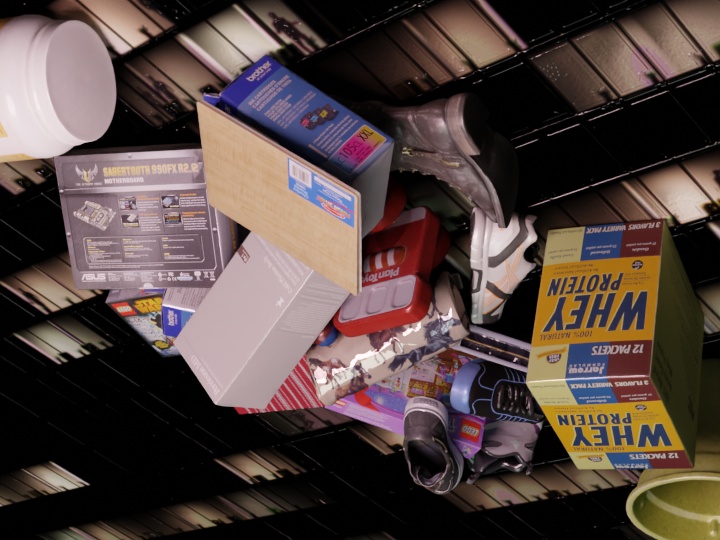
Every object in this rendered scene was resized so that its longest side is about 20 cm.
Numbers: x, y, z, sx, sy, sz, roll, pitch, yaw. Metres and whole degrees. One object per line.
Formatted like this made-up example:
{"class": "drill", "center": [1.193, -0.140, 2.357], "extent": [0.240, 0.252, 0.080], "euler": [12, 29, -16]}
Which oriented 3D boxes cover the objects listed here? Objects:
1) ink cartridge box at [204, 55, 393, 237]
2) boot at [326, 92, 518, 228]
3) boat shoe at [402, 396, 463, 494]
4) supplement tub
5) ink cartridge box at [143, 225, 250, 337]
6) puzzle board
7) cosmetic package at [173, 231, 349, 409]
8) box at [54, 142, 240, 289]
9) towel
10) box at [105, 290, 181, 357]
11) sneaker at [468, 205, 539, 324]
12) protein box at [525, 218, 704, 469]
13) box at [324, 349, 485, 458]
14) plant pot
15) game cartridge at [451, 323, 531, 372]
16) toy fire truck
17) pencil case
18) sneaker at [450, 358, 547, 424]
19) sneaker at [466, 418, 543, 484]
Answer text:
{"class": "ink cartridge box", "center": [-0.070, -0.122, 1.413], "extent": [0.200, 0.076, 0.137], "euler": [37, 150, 18]}
{"class": "boot", "center": [0.062, -0.118, 1.451], "extent": [0.174, 0.069, 0.200], "euler": [-1, 140, 30]}
{"class": "boat shoe", "center": [0.085, 0.230, 1.692], "extent": [0.070, 0.066, 0.200], "euler": [6, 145, 11]}
{"class": "supplement tub", "center": [-0.366, -0.183, 1.425], "extent": [0.199, 0.145, 0.145], "euler": [-3, 143, 24]}
{"class": "ink cartridge box", "center": [-0.153, 0.018, 1.650], "extent": [0.199, 0.137, 0.076], "euler": [14, 145, 1]}
{"class": "puzzle board", "center": [-0.077, -0.073, 1.374], "extent": [0.200, 0.017, 0.151], "euler": [31, 147, 22]}
{"class": "cosmetic package", "center": [-0.103, 0.043, 1.507], "extent": [0.090, 0.107, 0.200], "euler": [16, 116, -51]}
{"class": "box", "center": [-0.238, -0.060, 1.568], "extent": [0.199, 0.048, 0.159], "euler": [-2, 103, 21]}
{"class": "towel", "center": [-0.118, 0.147, 1.932], "extent": [0.199, 0.023, 0.145], "euler": [-7, 139, 26]}
{"class": "box", "center": [-0.211, 0.053, 1.811], "extent": [0.199, 0.040, 0.137], "euler": [-9, 140, 30]}
{"class": "sneaker", "center": [0.161, 0.002, 1.574], "extent": [0.080, 0.074, 0.200], "euler": [0, 149, 4]}
{"class": "protein box", "center": [0.286, 0.086, 1.534], "extent": [0.134, 0.201, 0.199], "euler": [-5, 142, 26]}
{"class": "box", "center": [0.065, 0.139, 1.750], "extent": [0.199, 0.137, 0.039], "euler": [21, 146, -10]}
{"class": "plant pot", "center": [0.431, 0.216, 1.689], "extent": [0.200, 0.185, 0.201], "euler": [9, 147, 6]}
{"class": "game cartridge", "center": [0.160, 0.092, 1.682], "extent": [0.199, 0.041, 0.133], "euler": [18, -178, -13]}
{"class": "toy fire truck", "center": [0.000, 0.000, 1.540], "extent": [0.200, 0.168, 0.112], "euler": [-15, 137, 36]}
{"class": "pencil case", "center": [0.032, 0.074, 1.568], "extent": [0.200, 0.090, 0.078], "euler": [-27, 130, 11]}
{"class": "sneaker", "center": [0.186, 0.151, 1.708], "extent": [0.078, 0.070, 0.200], "euler": [14, -176, 34]}
{"class": "sneaker", "center": [0.140, 0.213, 1.827], "extent": [0.199, 0.140, 0.078], "euler": [15, 147, -3]}
